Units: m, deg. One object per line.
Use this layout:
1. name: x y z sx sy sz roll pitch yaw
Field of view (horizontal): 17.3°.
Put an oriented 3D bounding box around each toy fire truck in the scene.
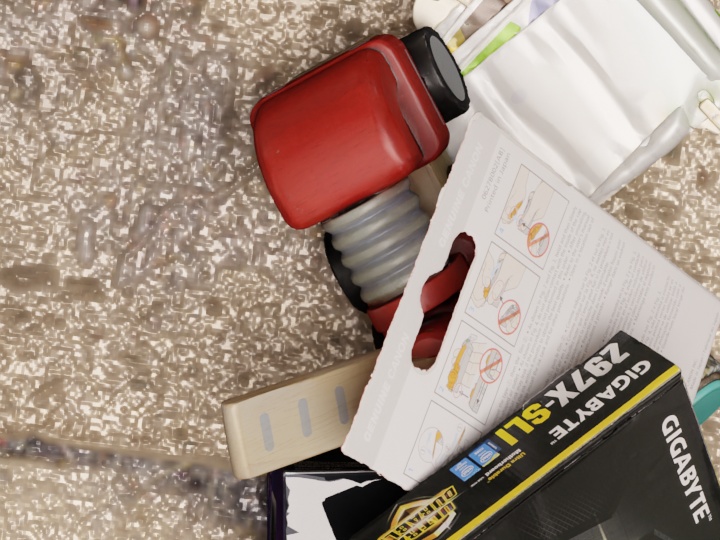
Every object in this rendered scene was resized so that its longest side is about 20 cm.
1. toy fire truck: 0.000 0.000 1.071 0.128 0.200 0.177 -26 98 17

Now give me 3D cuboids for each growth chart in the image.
1. growth chart: 0.086 -0.086 1.148 0.199 0.018 0.145 -33 95 14

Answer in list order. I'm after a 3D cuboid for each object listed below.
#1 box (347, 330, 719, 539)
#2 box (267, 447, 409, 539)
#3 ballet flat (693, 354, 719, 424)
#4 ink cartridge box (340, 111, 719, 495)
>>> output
1. box: 0.093 0.151 1.025 0.159 0.049 0.201 -34 126 -15
2. box: -0.005 0.185 1.113 0.078 0.141 0.202 0 91 -3
3. ballet flat: 0.093 0.104 1.166 0.200 0.072 0.072 -45 95 -3
4. ink cartridge box: 0.070 0.044 1.049 0.200 0.050 0.162 33 72 -38
